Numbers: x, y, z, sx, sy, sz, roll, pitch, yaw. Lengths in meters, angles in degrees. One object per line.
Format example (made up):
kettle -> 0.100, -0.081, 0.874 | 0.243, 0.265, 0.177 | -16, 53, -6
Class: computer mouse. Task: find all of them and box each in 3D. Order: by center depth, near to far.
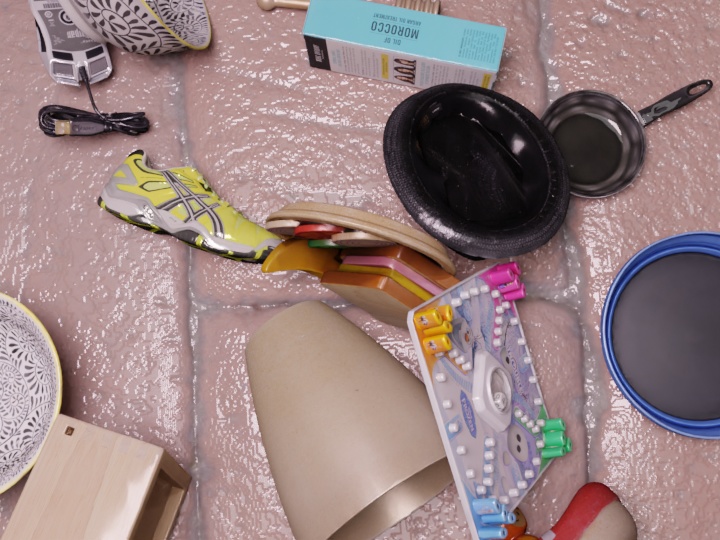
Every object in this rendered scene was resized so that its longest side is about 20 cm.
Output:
computer mouse -> -0.301, -0.228, 0.904 | 0.109, 0.044, 0.201 | -12, 75, -24

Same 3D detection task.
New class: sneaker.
sneaker -> -0.167, -0.064, 0.863 | 0.199, 0.075, 0.077 | 21, 83, 4

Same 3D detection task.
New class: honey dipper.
honey dipper -> -0.014, -0.283, 0.910 | 0.198, 0.038, 0.038 | 9, 82, 6

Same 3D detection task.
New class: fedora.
fedora -> 0.105, -0.083, 0.834 | 0.199, 0.092, 0.202 | 4, 61, -8

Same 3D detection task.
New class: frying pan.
frying pan -> 0.260, -0.157, 0.881 | 0.115, 0.031, 0.190 | 41, 82, 7

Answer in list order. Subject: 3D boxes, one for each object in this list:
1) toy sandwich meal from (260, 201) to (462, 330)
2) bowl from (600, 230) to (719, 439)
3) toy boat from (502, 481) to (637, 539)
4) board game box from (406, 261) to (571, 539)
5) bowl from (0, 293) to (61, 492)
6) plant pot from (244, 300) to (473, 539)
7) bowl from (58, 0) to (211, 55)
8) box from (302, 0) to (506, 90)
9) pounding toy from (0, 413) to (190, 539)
toy sandwich meal -> 0.000, 0.000, 0.794 | 0.204, 0.205, 0.071 | 15, 80, 4
bowl -> 0.335, 0.063, 0.841 | 0.199, 0.039, 0.202 | 0, 82, 2
toy boat -> 0.155, 0.264, 0.791 | 0.199, 0.131, 0.131 | -36, 53, -3
board game box -> 0.124, 0.106, 0.754 | 0.026, 0.200, 0.201 | -15, 94, 33
bowl -> -0.371, 0.121, 0.826 | 0.199, 0.094, 0.203 | 0, 81, 2
plant pot -> -0.021, 0.134, 0.789 | 0.187, 0.187, 0.200 | -35, 67, -3
bowl -> -0.246, -0.291, 0.854 | 0.094, 0.201, 0.202 | -26, 81, 15
box -> 0.044, -0.229, 0.875 | 0.198, 0.082, 0.050 | 12, 81, 4
pounding toy -> -0.261, 0.248, 0.780 | 0.141, 0.200, 0.185 | 17, 68, 5
